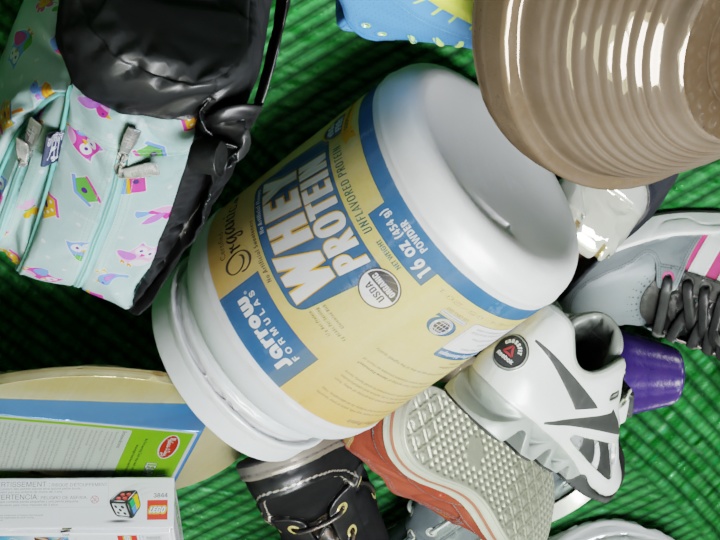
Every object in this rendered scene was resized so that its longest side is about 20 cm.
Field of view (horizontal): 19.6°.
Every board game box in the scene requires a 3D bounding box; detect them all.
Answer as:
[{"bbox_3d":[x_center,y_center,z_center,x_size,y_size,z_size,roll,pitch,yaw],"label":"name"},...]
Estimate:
[{"bbox_3d":[-0.170,0.168,1.252,0.125,0.035,0.200,0,158,-3],"label":"board game box"}]

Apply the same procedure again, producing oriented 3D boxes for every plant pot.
[{"bbox_3d":[0.157,-0.123,0.979,0.200,0.093,0.202,-17,122,-29],"label":"plant pot"}]

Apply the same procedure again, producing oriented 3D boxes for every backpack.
[{"bbox_3d":[-0.116,-0.078,1.012,0.126,0.167,0.200,23,135,-6],"label":"backpack"}]

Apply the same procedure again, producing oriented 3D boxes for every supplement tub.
[{"bbox_3d":[0.000,0.000,1.111,0.200,0.145,0.144,-37,132,26],"label":"supplement tub"}]

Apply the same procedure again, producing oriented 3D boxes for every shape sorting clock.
[{"bbox_3d":[-0.161,0.093,1.182,0.199,0.039,0.200,-1,153,0],"label":"shape sorting clock"}]

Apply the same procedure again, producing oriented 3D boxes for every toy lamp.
[{"bbox_3d":[0.098,0.060,1.262,0.199,0.058,0.058,2,137,-14],"label":"toy lamp"}]

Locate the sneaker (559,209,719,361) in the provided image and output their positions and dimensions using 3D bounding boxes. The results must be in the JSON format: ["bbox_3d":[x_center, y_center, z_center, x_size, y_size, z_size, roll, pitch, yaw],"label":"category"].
[{"bbox_3d":[0.214,0.033,1.206,0.199,0.121,0.084,-7,138,-2],"label":"sneaker"}]

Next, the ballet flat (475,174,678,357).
[{"bbox_3d":[0.115,-0.018,1.166,0.073,0.073,0.200,20,130,-30],"label":"ballet flat"}]

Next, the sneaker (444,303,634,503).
[{"bbox_3d":[0.124,0.071,1.173,0.089,0.074,0.200,-50,154,3],"label":"sneaker"}]

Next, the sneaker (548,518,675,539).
[{"bbox_3d":[0.135,0.230,1.425,0.199,0.100,0.078,-5,138,-6],"label":"sneaker"}]

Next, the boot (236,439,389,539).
[{"bbox_3d":[-0.014,0.177,1.249,0.073,0.151,0.200,-18,168,1],"label":"boot"}]

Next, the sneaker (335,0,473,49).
[{"bbox_3d":[0.051,-0.143,1.034,0.105,0.076,0.200,-15,146,39],"label":"sneaker"}]

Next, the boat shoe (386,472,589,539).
[{"bbox_3d":[0.063,0.150,1.363,0.199,0.073,0.062,-27,104,23],"label":"boat shoe"}]

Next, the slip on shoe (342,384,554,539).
[{"bbox_3d":[0.058,0.117,1.245,0.061,0.074,0.200,1,157,38],"label":"slip on shoe"}]
